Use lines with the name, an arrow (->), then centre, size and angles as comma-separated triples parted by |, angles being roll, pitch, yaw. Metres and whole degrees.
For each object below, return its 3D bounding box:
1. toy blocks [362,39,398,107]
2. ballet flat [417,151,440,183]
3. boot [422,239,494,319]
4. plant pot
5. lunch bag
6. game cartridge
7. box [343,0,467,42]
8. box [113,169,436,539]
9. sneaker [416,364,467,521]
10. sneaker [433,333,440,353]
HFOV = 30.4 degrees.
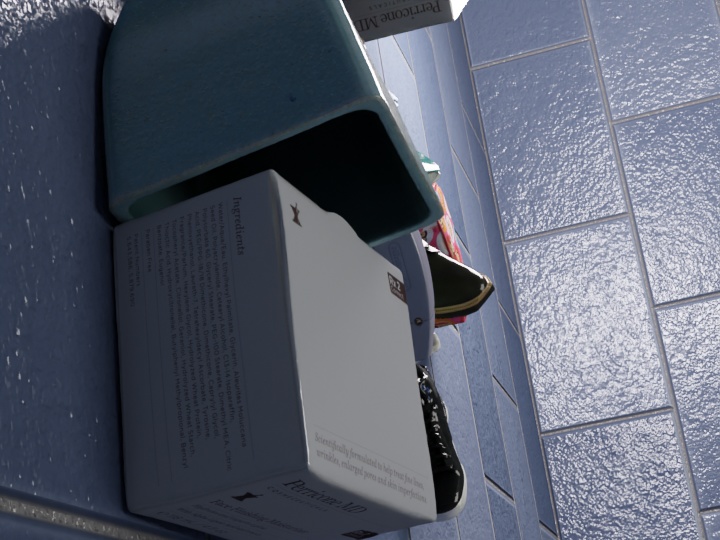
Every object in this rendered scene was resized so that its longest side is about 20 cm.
toy blocks -> -0.016, -0.181, 1.386 | 0.136, 0.100, 0.201 | 36, 37, -38
ballet flat -> 0.023, -0.124, 1.518 | 0.200, 0.072, 0.072 | 42, -19, 47
boot -> 0.050, -0.026, 1.518 | 0.078, 0.199, 0.139 | -48, 130, -28
plant pot -> -0.074, -0.125, 0.972 | 0.196, 0.195, 0.201 | 53, 19, -62
lunch bag -> 0.108, -0.029, 1.958 | 0.176, 0.081, 0.202 | -71, 146, -69
game cartridge -> 0.000, 0.000, 1.297 | 0.041, 0.132, 0.202 | -55, 132, -64
box -> 0.009, -0.366, 1.566 | 0.200, 0.197, 0.173 | -65, 142, -69
box -> -0.055, 0.072, 0.896 | 0.199, 0.130, 0.202 | 36, 41, -57
sneaker -> 0.071, 0.197, 1.594 | 0.201, 0.073, 0.112 | -101, 168, -51
sneaker -> 0.026, 0.058, 1.484 | 0.200, 0.080, 0.077 | 43, 39, -63
